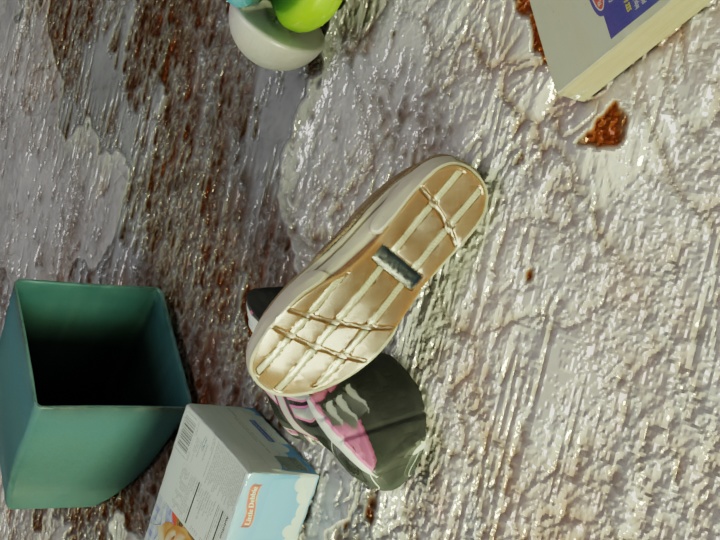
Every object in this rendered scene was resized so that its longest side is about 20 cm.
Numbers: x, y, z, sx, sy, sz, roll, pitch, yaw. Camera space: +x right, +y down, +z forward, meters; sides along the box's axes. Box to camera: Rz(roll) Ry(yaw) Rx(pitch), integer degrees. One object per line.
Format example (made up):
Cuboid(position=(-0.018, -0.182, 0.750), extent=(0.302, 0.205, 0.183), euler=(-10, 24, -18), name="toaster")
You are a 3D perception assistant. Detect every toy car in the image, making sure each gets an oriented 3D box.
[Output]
Cuboid(position=(-0.080, -0.272, 0.996), extent=(0.175, 0.149, 0.200), euler=(-53, 43, 32), name="toy car")

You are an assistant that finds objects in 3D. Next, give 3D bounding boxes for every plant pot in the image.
Cuboid(position=(-0.266, 0.131, 1.177), extent=(0.200, 0.141, 0.142), euler=(-59, 40, 38), name="plant pot")

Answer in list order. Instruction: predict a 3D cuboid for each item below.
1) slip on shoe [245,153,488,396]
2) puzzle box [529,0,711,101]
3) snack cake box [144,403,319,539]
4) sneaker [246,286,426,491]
Cuboid(position=(0.000, 0.000, 0.847), extent=(0.200, 0.076, 0.061), euler=(-49, 24, 1), name="slip on shoe")
Cuboid(position=(0.149, -0.221, 0.774), extent=(0.133, 0.025, 0.201), euler=(-37, 53, 43), name="puzzle box")
Cuboid(position=(-0.115, 0.220, 0.997), extent=(0.115, 0.067, 0.201), euler=(36, 111, 50), name="snack cake box")
Cuboid(position=(-0.019, 0.094, 0.907), extent=(0.200, 0.080, 0.087), euler=(-129, 37, -47), name="sneaker")
